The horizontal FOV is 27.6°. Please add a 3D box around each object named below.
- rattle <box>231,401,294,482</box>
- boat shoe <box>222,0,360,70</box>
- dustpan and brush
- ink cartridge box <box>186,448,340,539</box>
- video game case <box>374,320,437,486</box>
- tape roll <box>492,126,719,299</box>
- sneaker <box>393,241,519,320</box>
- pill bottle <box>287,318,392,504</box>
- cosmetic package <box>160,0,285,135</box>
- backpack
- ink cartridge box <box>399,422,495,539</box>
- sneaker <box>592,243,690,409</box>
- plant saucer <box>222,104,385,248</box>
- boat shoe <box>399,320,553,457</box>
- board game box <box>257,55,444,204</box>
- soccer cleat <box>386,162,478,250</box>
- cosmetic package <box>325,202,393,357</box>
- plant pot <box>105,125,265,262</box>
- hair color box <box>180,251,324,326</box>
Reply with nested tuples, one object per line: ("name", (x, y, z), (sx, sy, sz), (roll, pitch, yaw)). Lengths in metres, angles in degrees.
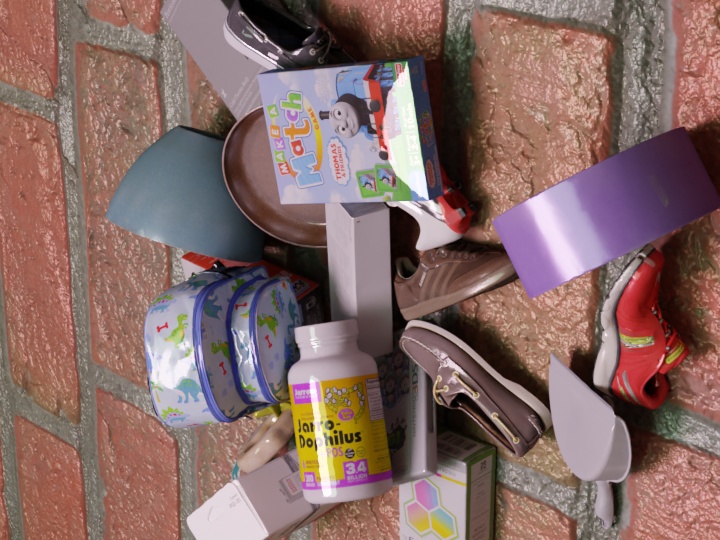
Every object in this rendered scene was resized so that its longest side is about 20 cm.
("rattle", (-0.159, 0.200, 1.913), (0.143, 0.130, 0.200), (28, 151, -15))
("boat shoe", (-0.061, -0.250, 1.642), (0.200, 0.070, 0.066), (32, 145, 6))
("dustpan and brush", (0.250, 0.197, 1.562), (0.140, 0.057, 0.200), (-133, 39, -56))
("ink cartridge box", (-0.099, 0.287, 1.851), (0.083, 0.200, 0.147), (58, 137, 11))
("video game case", (0.019, 0.171, 1.750), (0.200, 0.024, 0.182), (-25, 58, 48))
("tape roll", (0.231, -0.053, 1.372), (0.200, 0.200, 0.085), (-29, 86, 48))
("sneaker", (0.102, -0.001, 1.622), (0.200, 0.070, 0.076), (-24, 85, 47))
("pill bottle", (-0.026, 0.159, 1.668), (0.104, 0.104, 0.200), (-12, 85, 47))
("cosmetic package", (-0.141, -0.276, 1.743), (0.200, 0.090, 0.107), (51, 138, 13))
("backpack", (-0.154, 0.088, 1.704), (0.147, 0.200, 0.183), (-6, 97, 26))
("ink cartridge box", (0.102, 0.291, 1.751), (0.104, 0.059, 0.200), (19, 119, 40))
("sneaker", (0.289, 0.058, 1.454), (0.085, 0.077, 0.200), (27, 141, 28))
("plant saucer", (-0.062, -0.117, 1.715), (0.200, 0.032, 0.200), (9, 126, 12))
("boat shoe", (0.118, 0.131, 1.637), (0.200, 0.060, 0.072), (36, 157, 16))
("board game box", (-0.012, -0.149, 1.590), (0.200, 0.037, 0.151), (0, 107, 36))
("soccer cleat", (0.052, -0.116, 1.617), (0.085, 0.069, 0.200), (-33, 83, 29))
("cosmetic package", (0.000, 0.000, 1.700), (0.083, 0.051, 0.200), (-127, 29, -50))
("plant pot", (-0.201, -0.103, 1.818), (0.200, 0.200, 0.135), (23, 99, 38))
("hair color box", (-0.136, 0.045, 1.876), (0.200, 0.064, 0.111), (21, 133, 37))
